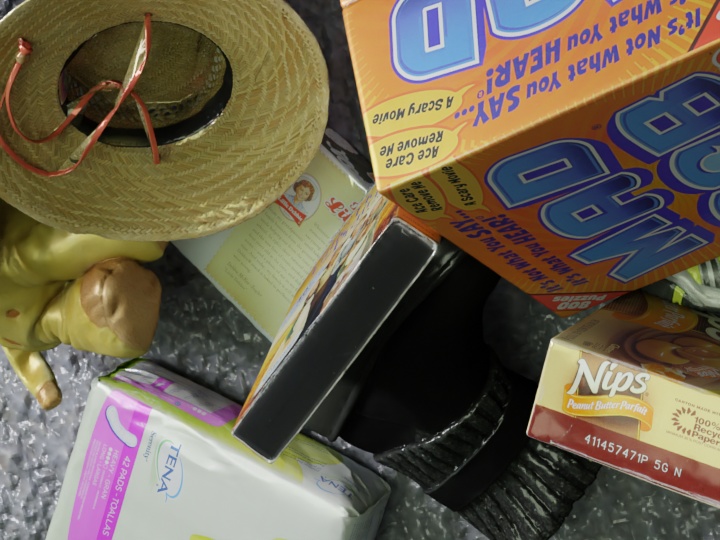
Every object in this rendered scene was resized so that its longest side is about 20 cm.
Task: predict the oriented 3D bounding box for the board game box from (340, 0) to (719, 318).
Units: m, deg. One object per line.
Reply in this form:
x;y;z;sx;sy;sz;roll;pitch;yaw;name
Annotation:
0.123;-0.127;0.929;0.199;0.199;0.202;-23;62;23;board game box

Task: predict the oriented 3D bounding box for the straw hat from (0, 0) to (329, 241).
-0.120;-0.114;1.057;0.199;0.085;0.202;-5;131;-6;straw hat

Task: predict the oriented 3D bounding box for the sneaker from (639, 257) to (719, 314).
0.165;-0.032;1.036;0.198;0.075;0.077;19;107;18;sneaker

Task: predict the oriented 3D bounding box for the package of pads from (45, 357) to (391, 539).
-0.092;0.158;1.188;0.199;0.068;0.156;26;110;17;package of pads

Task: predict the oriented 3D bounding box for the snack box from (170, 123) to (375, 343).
-0.035;-0.021;1.147;0.200;0.037;0.116;44;114;11;snack box

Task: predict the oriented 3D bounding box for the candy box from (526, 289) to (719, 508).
0.172;0.058;0.978;0.115;0.200;0.056;20;105;20;candy box

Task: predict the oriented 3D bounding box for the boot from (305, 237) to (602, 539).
0.073;0.060;1.049;0.157;0.080;0.212;31;140;-1;boot

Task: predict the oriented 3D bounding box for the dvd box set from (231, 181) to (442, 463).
0.000;0.000;1.005;0.029;0.200;0.147;35;112;-6;dvd box set

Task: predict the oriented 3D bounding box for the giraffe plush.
-0.226;-0.018;1.139;0.200;0.161;0.174;-39;51;41;giraffe plush
